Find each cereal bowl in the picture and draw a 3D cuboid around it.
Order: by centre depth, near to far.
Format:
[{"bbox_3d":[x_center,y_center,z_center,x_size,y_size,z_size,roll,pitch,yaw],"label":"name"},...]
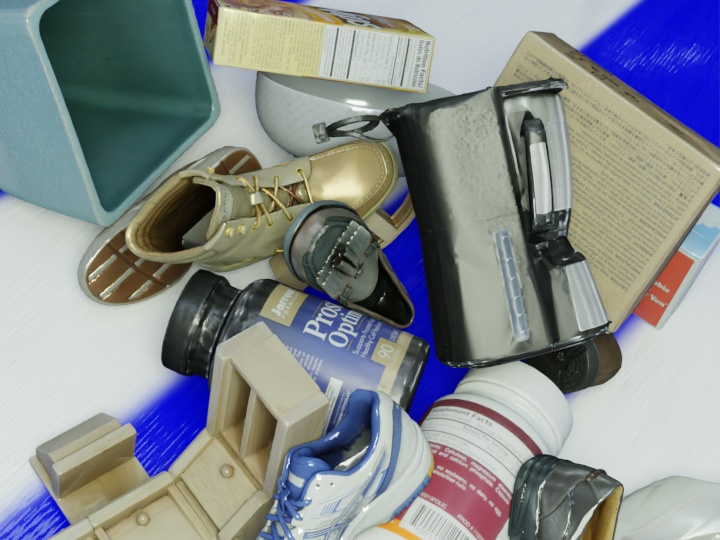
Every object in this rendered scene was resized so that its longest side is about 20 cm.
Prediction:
[{"bbox_3d":[-0.004,-0.133,1.088,0.197,0.084,0.200,9,19,-3],"label":"cereal bowl"}]

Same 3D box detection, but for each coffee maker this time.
[{"bbox_3d":[0.083,-0.031,0.902,0.190,0.135,0.203,-10,92,19],"label":"coffee maker"}]

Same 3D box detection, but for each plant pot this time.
[{"bbox_3d":[-0.274,-0.180,1.029,0.198,0.198,0.197,8,40,28],"label":"plant pot"}]

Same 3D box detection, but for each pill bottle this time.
[{"bbox_3d":[0.076,0.167,0.887,0.113,0.115,0.200,31,55,14],"label":"pill bottle"},{"bbox_3d":[-0.053,0.074,0.935,0.198,0.112,0.113,21,53,6],"label":"pill bottle"}]

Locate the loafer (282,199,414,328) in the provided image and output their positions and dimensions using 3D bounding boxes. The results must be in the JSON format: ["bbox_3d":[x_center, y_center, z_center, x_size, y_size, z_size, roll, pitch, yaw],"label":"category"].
[{"bbox_3d":[0.000,0.000,0.949,0.063,0.200,0.072,33,87,23],"label":"loafer"}]

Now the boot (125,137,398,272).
[{"bbox_3d":[-0.075,-0.056,0.926,0.198,0.155,0.074,-21,82,14],"label":"boot"}]

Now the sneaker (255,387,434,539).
[{"bbox_3d":[-0.040,0.163,0.790,0.075,0.088,0.200,21,62,47],"label":"sneaker"}]

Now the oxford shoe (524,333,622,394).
[{"bbox_3d":[0.159,0.028,1.042,0.084,0.073,0.201,-3,48,-41],"label":"oxford shoe"}]

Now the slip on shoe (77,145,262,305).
[{"bbox_3d":[-0.173,-0.042,1.036,0.200,0.076,0.060,-46,32,-24],"label":"slip on shoe"}]

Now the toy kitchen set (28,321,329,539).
[{"bbox_3d":[-0.158,0.130,0.833,0.199,0.181,0.163,-28,62,-31],"label":"toy kitchen set"}]

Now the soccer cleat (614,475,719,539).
[{"bbox_3d":[0.222,0.202,0.922,0.197,0.070,0.078,-1,39,-11],"label":"soccer cleat"}]

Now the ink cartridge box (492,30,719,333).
[{"bbox_3d":[0.184,-0.077,0.975,0.199,0.166,0.075,39,24,15],"label":"ink cartridge box"}]

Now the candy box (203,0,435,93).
[{"bbox_3d":[-0.041,-0.212,1.079,0.197,0.056,0.116,5,19,-14],"label":"candy box"}]

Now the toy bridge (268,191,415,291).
[{"bbox_3d":[0.007,-0.049,1.018,0.200,0.067,0.027,-44,41,14],"label":"toy bridge"}]

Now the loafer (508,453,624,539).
[{"bbox_3d":[0.143,0.235,0.824,0.072,0.072,0.203,4,89,-47],"label":"loafer"}]

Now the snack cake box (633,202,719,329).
[{"bbox_3d":[0.223,-0.050,1.069,0.199,0.116,0.067,35,56,16],"label":"snack cake box"}]
